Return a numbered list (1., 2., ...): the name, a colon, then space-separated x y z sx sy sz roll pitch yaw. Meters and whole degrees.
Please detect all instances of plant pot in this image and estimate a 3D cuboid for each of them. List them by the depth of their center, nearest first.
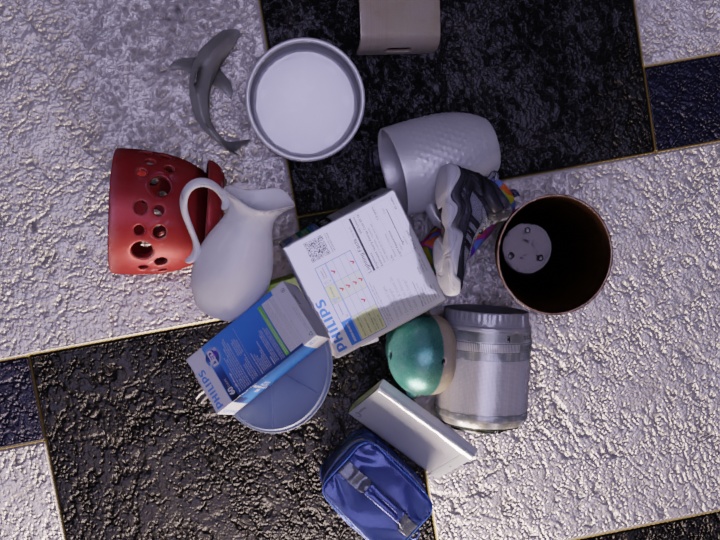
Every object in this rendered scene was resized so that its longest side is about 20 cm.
1. plant pot: -0.314 -0.090 1.611 0.180 0.200 0.203 4 94 -12
2. plant pot: 0.298 -0.031 1.646 0.184 0.200 0.190 0 94 -3

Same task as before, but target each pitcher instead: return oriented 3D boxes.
1. pitcher: -0.207 -0.035 1.500 0.170 0.121 0.202 14 111 -19

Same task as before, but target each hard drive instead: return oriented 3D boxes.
1. hard drive: 0.087 0.273 1.697 0.199 0.132 0.027 37 54 -5

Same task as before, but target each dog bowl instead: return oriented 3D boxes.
1. dog bowl: -0.093 -0.282 1.665 0.197 0.079 0.203 0 94 -4

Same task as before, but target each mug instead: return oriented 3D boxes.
1. mug: 0.141 -0.159 1.615 0.173 0.148 0.202 -16 75 -10

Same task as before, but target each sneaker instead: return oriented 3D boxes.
1. sneaker: 0.175 -0.062 1.530 0.112 0.075 0.203 1 89 -17

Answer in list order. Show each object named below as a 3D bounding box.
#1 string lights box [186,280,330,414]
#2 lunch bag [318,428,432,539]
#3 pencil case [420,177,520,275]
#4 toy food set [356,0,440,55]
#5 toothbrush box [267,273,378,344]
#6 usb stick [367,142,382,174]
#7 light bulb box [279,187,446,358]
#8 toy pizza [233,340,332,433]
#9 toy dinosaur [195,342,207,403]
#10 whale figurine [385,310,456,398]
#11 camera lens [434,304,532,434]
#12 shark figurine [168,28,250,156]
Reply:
1. string lights box: -0.157 0.119 1.506 0.199 0.059 0.103 -38 71 11
2. lunch bag: 0.029 0.383 1.693 0.200 0.132 0.136 43 91 -5
3. pencil case: 0.182 -0.072 1.664 0.200 0.088 0.089 -43 96 -23
4. toy food set: 0.058 -0.469 1.679 0.142 0.060 0.203 -4 96 -15
5. toothbrush box: -0.084 0.074 1.688 0.198 0.086 0.147 -16 96 -4
6. usb stick: 0.112 -0.201 1.707 0.197 0.033 0.056 -6 101 -3
7. light bulb box: 0.000 0.000 1.584 0.198 0.125 0.200 -27 98 -4
8. toy pizza: -0.132 0.150 1.542 0.198 0.032 0.203 -4 80 20
9. toy dinosaur: -0.175 0.154 1.635 0.181 0.105 0.200 42 89 24
10. whale figurine: 0.078 0.133 1.643 0.103 0.200 0.161 1 97 -25
11. camera lens: 0.206 0.165 1.675 0.158 0.160 0.203 2 94 -4
12. shark figurine: -0.256 -0.292 1.652 0.126 0.090 0.218 -5 92 -2
